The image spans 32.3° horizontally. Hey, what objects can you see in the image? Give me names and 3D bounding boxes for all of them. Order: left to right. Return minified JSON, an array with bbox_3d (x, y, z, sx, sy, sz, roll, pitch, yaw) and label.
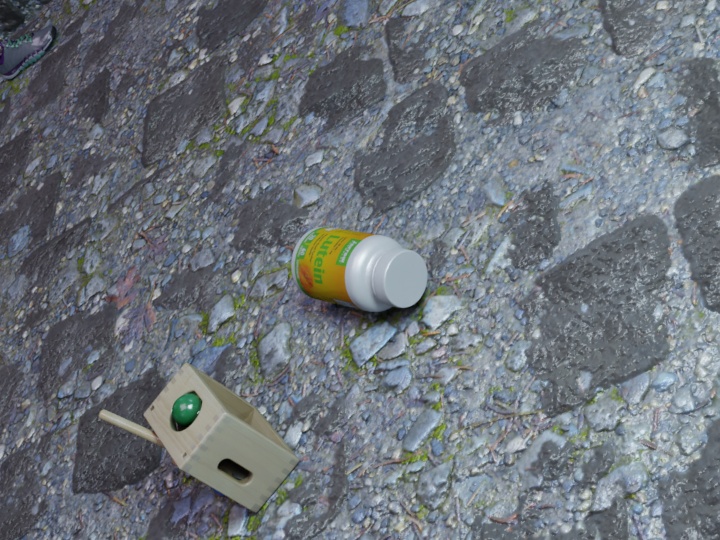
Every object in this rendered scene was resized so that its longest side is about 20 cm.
[{"bbox_3d":[-0.874,-0.574,3.200,0.200,0.088,0.074,-36,40,19],"label":"sneaker"},{"bbox_3d":[-0.232,0.237,1.772,0.142,0.200,0.184,-51,37,0],"label":"pounding toy"},{"bbox_3d":[0.000,0.000,1.807,0.200,0.111,0.111,11,67,49],"label":"pill bottle"}]
